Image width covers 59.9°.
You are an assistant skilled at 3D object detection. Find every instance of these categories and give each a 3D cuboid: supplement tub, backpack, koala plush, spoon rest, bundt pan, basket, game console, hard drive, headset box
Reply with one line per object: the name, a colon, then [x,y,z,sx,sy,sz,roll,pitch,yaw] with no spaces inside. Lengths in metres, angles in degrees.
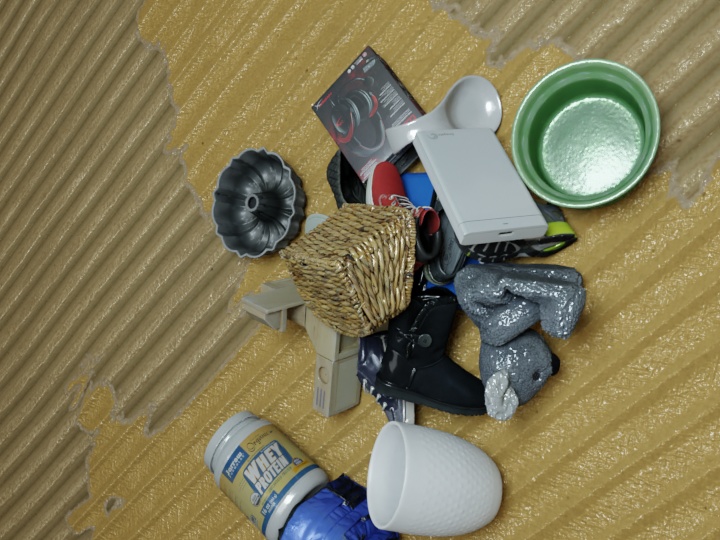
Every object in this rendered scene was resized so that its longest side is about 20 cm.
supplement tub: [-0.166,0.359,1.099,0.198,0.144,0.147,34,102,26]
backpack: [-0.040,0.438,0.993,0.165,0.199,0.167,19,95,28]
koala plush: [0.217,0.099,0.892,0.179,0.177,0.206,6,102,18]
spoon rest: [0.138,-0.235,0.969,0.196,0.060,0.102,-25,97,-15]
bundt pan: [-0.183,-0.123,1.178,0.197,0.075,0.208,-2,87,29]
basket: [0.000,0.000,0.923,0.198,0.148,0.145,11,132,57]
game console: [0.127,-0.049,1.019,0.166,0.118,0.206,13,88,-7]
hard drive: [0.166,-0.125,0.885,0.027,0.128,0.203,105,153,-49]
headset box: [0.029,-0.251,1.069,0.148,0.075,0.202,-40,69,19]

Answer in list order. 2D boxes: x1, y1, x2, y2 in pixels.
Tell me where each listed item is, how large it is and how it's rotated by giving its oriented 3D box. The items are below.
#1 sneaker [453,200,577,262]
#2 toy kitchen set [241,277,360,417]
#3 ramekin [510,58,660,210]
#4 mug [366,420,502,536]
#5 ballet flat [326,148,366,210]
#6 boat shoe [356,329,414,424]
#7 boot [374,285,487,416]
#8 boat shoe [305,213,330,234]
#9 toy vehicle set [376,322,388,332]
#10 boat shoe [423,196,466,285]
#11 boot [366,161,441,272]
sneaker: [0.218,-0.065,0.912,0.074,0.195,0.083,122,140,-51]
toy kitchen set: [-0.116,0.130,1.071,0.197,0.161,0.186,20,111,40]
ramekin: [0.322,-0.184,0.890,0.195,0.097,0.206,-2,86,28]
mug: [0.105,0.327,0.945,0.201,0.171,0.151,126,153,-51]
ballet flat: [-0.013,-0.136,1.061,0.202,0.065,0.058,-120,34,-41]
boat shoe: [0.038,0.196,1.018,0.090,0.075,0.206,-1,82,-4]
boot: [0.126,0.117,0.938,0.195,0.077,0.172,12,107,-3]
boat shoe: [-0.020,-0.049,1.061,0.198,0.059,0.078,31,122,42]
toy vehicle set: [0.005,0.029,1.092,0.124,0.026,0.203,-38,70,22]
boat shoe: [0.143,-0.078,0.929,0.073,0.066,0.204,21,86,-5]
boot: [0.070,-0.095,0.937,0.144,0.071,0.205,135,131,-58]
